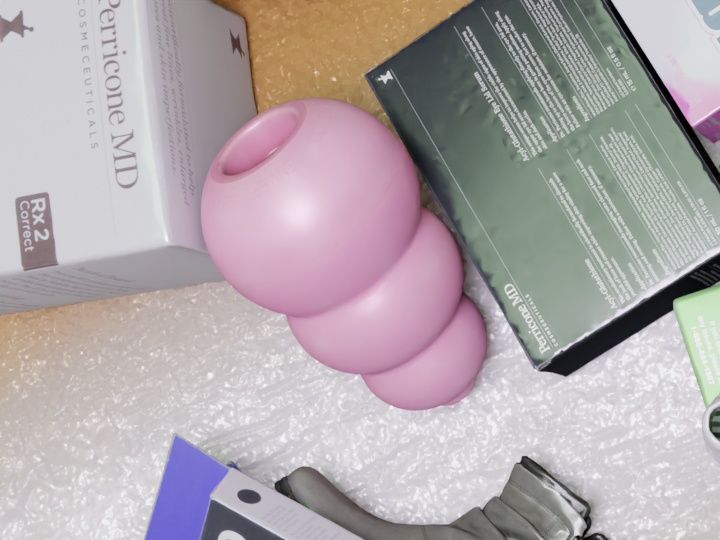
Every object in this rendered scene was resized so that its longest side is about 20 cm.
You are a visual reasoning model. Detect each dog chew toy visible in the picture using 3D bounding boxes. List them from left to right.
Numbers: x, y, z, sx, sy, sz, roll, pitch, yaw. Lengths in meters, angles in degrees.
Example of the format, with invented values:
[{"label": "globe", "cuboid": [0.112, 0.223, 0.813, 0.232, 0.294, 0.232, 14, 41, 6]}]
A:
[{"label": "dog chew toy", "cuboid": [0.000, 0.000, 1.208, 0.124, 0.125, 0.200, -31, 117, 14]}]

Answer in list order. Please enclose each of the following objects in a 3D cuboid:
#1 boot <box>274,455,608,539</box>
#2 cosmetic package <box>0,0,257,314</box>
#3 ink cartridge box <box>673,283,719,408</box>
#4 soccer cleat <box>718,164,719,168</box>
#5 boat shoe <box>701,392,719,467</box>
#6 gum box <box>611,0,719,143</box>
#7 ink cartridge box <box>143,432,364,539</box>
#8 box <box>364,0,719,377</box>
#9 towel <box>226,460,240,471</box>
[{"label": "boot", "cuboid": [0.058, 0.153, 1.227, 0.200, 0.068, 0.131, 43, 94, 11]}, {"label": "cosmetic package", "cuboid": [-0.177, -0.070, 1.273, 0.199, 0.165, 0.166, -10, 82, 18]}, {"label": "ink cartridge box", "cuboid": [0.286, 0.054, 1.138, 0.199, 0.084, 0.146, -20, 79, 16]}, {"label": "soccer cleat", "cuboid": [0.277, -0.072, 1.133, 0.200, 0.068, 0.081, -39, 48, -18]}, {"label": "boat shoe", "cuboid": [0.266, 0.085, 1.061, 0.199, 0.067, 0.074, -5, 84, 18]}, {"label": "gum box", "cuboid": [0.193, -0.179, 1.205, 0.113, 0.066, 0.200, -34, 75, 15]}, {"label": "ink cartridge box", "cuboid": [-0.062, 0.223, 1.220, 0.199, 0.043, 0.199, 27, 114, 24]}, {"label": "box", "cuboid": [0.115, -0.062, 1.215, 0.141, 0.079, 0.201, -32, 75, 11]}, {"label": "towel", "cuboid": [-0.055, 0.230, 1.275, 0.200, 0.024, 0.145, 44, 105, 20]}]
